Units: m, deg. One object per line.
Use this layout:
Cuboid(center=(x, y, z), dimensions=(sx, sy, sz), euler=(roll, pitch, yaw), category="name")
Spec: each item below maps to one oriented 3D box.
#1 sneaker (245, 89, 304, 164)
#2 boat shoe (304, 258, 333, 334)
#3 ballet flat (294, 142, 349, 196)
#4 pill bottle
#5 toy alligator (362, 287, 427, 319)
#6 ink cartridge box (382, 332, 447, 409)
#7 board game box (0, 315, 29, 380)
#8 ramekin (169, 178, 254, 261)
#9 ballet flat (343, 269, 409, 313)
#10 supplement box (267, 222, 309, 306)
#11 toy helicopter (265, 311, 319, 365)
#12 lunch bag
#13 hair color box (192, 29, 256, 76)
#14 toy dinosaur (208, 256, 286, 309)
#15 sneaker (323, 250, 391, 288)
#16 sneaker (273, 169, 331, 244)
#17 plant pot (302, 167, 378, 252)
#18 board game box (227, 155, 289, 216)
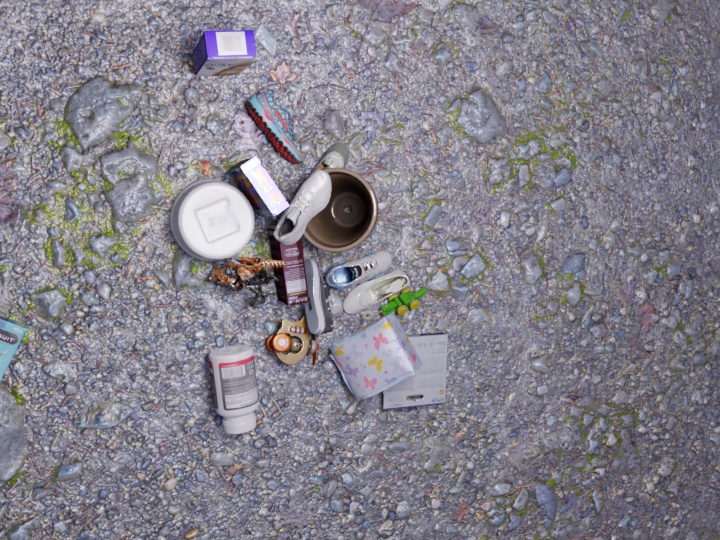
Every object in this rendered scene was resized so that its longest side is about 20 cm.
Cuboid(center=(-0.190, -0.359, 1.586), dimensions=(0.095, 0.079, 0.200), euler=(-41, 108, -15), category="sneaker")
Cuboid(center=(-0.104, 0.067, 1.643), dimensions=(0.066, 0.070, 0.201), euler=(7, 61, -38), category="boat shoe")
Cuboid(center=(-0.089, -0.247, 1.643), dimensions=(0.067, 0.064, 0.200), euler=(42, 79, -18), category="ballet flat")
Cuboid(center=(-0.309, 0.294, 1.583), dimensions=(0.110, 0.111, 0.202), euler=(-8, 98, -20), category="pill bottle")
Cuboid(center=(0.095, 0.102, 1.757), dimensions=(0.199, 0.059, 0.054), euler=(-23, 144, -17), category="toy alligator")
Cuboid(center=(0.147, 0.279, 1.798), dimensions=(0.195, 0.043, 0.202), euler=(-1, 98, -20), category="ink cartridge box")
Cuboid(center=(-0.846, 0.185, 1.398), dimensions=(0.150, 0.047, 0.201), euler=(27, 85, -22), category="board game box")
Cuboid(center=(-0.350, -0.119, 1.536), dimensions=(0.199, 0.098, 0.202), euler=(-2, 96, -21), category="ramekin")
Cuboid(center=(0.046, 0.056, 1.724), dimensions=(0.199, 0.069, 0.070), euler=(-27, 104, -17), category="ballet flat")
Cuboid(center=(-0.181, -0.019, 1.605), dimensions=(0.060, 0.109, 0.202), euler=(-9, 99, -20), category="supplement box")
Cuboid(center=(-0.144, 0.155, 1.658), dimensions=(0.132, 0.079, 0.201), euler=(37, 69, -14), category="toy helicopter")
Cuboid(center=(0.035, 0.228, 1.687), dimensions=(0.199, 0.127, 0.170), euler=(-31, 87, 16), category="lunch bag")
Cuboid(center=(-0.312, -0.491, 1.459), dimensions=(0.109, 0.200, 0.065), euler=(-8, 100, -20), category="hair color box")
Cuboid(center=(-0.270, 0.014, 1.548), dimensions=(0.136, 0.199, 0.103), euler=(53, 54, -39), category="toy dinosaur")
Cuboid(center=(0.000, 0.000, 1.698), dimensions=(0.199, 0.072, 0.072), euler=(-21, 101, -20), category="sneaker")
Cuboid(center=(-0.132, -0.142, 1.480), dimensions=(0.074, 0.087, 0.201), euler=(32, 100, 3), category="sneaker")
Cuboid(center=(-0.045, -0.153, 1.595), dimensions=(0.199, 0.175, 0.202), euler=(1, 97, 10), category="plant pot")
Cuboid(center=(-0.244, -0.197, 1.514), dimensions=(0.045, 0.200, 0.135), euler=(-37, 106, -12), category="board game box")
